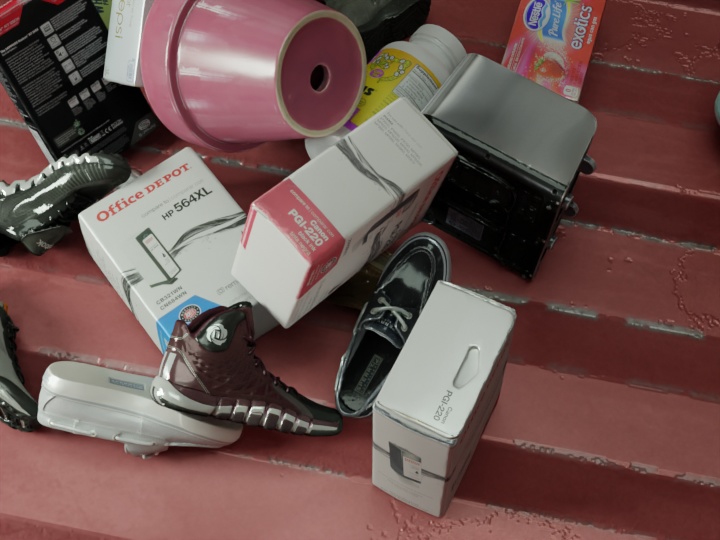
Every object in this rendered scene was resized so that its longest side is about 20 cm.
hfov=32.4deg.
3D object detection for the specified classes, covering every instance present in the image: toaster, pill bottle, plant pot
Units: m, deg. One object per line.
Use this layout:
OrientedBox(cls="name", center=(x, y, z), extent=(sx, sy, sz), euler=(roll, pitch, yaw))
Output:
OrientedBox(cls="toaster", center=(0.136, -0.108, 1.299), extent=(0.199, 0.181, 0.119), euler=(29, 62, 12))
OrientedBox(cls="pill bottle", center=(0.035, -0.183, 1.376), extent=(0.104, 0.104, 0.200), euler=(33, 66, 16))
OrientedBox(cls="plant pot", center=(-0.098, -0.215, 1.285), extent=(0.178, 0.200, 0.200), euler=(17, 58, 42))

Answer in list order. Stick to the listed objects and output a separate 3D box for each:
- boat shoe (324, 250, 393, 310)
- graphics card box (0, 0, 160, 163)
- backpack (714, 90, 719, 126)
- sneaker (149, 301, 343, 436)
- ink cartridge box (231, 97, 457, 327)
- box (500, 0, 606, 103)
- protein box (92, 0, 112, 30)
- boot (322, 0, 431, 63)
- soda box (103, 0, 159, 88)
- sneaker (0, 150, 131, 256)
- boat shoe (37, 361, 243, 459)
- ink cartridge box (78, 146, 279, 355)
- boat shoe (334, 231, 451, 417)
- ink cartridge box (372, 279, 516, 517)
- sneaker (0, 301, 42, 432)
OrientedBox(cls="boat shoe", center=(0.000, 0.000, 1.306), extent=(0.199, 0.072, 0.065), euler=(27, 25, 13))
OrientedBox(cls="graphics card box", center=(-0.317, -0.208, 1.336), extent=(0.125, 0.201, 0.051), euler=(-39, 33, -20))
OrientedBox(cls="backpack", center=(0.494, -0.193, 1.365), extent=(0.200, 0.151, 0.178), euler=(-35, 65, -26))
OrientedBox(cls="sneaker", center=(-0.097, 0.092, 1.195), extent=(0.199, 0.076, 0.116), euler=(15, 82, -27))
OrientedBox(cls="ink cartridge box", center=(-0.016, -0.055, 1.189), extent=(0.085, 0.146, 0.200), euler=(45, 62, 10))
OrientedBox(cls="box", center=(0.219, -0.254, 1.421), extent=(0.094, 0.103, 0.201), euler=(16, 64, 7))
OrientedBox(cls="protein box", center=(-0.261, -0.381, 1.404), extent=(0.199, 0.200, 0.135), euler=(-9, 18, -6))
OrientedBox(cls="boot", center=(-0.025, -0.307, 1.471), extent=(0.200, 0.068, 0.131), euler=(-34, 63, -26))
OrientedBox(cls="soda box", center=(-0.217, -0.295, 1.312), extent=(0.068, 0.201, 0.063), euler=(-1, 15, -44))
OrientedBox(cls="sneaker", center=(-0.325, -0.063, 1.307), extent=(0.199, 0.066, 0.091), euler=(-15, 72, 20))
OrientedBox(cls="boat shoe", center=(-0.218, 0.148, 1.214), extent=(0.199, 0.069, 0.072), euler=(15, 16, -18))
OrientedBox(cls="ink cartridge box", center=(-0.180, -0.008, 1.289), extent=(0.146, 0.084, 0.200), euler=(-34, 68, -17))
OrientedBox(cls="boat shoe", center=(0.029, 0.054, 1.223), extent=(0.071, 0.068, 0.201), euler=(30, 93, 9))
OrientedBox(cls="ink cartridge box", center=(0.075, 0.124, 1.159), extent=(0.084, 0.200, 0.146), euler=(24, 64, 11))
OrientedBox(cls="sneaker", center=(-0.373, 0.078, 1.248), extent=(0.079, 0.074, 0.200), euler=(-33, 67, -23))
